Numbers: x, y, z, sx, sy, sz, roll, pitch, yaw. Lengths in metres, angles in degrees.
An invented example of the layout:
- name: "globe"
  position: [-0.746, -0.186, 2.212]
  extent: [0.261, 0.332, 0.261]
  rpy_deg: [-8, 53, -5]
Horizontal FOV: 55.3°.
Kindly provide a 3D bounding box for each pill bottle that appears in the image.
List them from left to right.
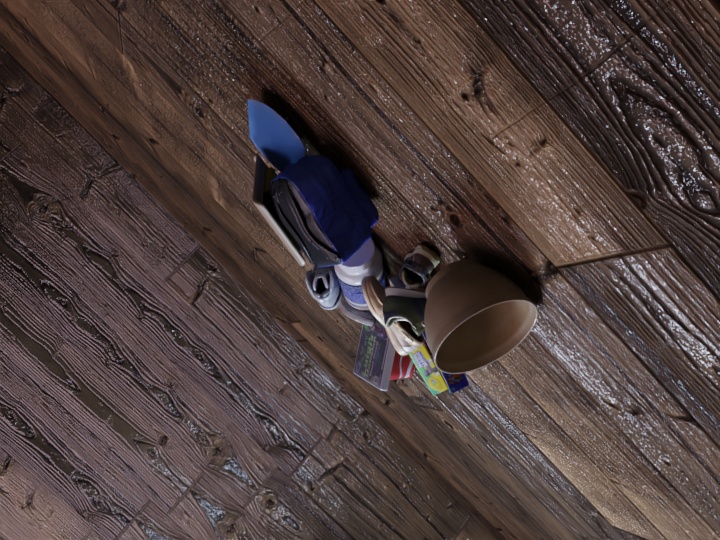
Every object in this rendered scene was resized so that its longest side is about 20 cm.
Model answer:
- name: "pill bottle"
  position: [0.000, 0.000, 1.593]
  extent: [0.115, 0.116, 0.201]
  rpy_deg: [35, 163, 25]

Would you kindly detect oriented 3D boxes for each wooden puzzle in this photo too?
- name: "wooden puzzle"
  position: [-0.166, -0.132, 1.446]
  extent: [0.186, 0.037, 0.202]
  rpy_deg: [56, -167, -37]

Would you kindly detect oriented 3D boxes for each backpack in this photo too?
- name: "backpack"
  position: [-0.077, -0.130, 1.357]
  extent: [0.201, 0.168, 0.162]
  rpy_deg: [53, 152, -14]

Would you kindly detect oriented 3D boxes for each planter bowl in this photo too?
- name: "planter bowl"
  position: [0.193, 0.068, 1.215]
  extent: [0.201, 0.198, 0.136]
  rpy_deg: [66, 178, -54]

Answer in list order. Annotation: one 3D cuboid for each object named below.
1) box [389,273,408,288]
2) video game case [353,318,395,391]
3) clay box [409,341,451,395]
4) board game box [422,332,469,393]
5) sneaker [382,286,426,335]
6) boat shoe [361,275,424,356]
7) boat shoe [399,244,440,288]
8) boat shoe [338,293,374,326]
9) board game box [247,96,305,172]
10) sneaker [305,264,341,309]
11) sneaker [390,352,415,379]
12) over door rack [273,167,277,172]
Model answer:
- name: "box"
  position: [0.102, 0.070, 1.648]
  extent: [0.042, 0.038, 0.201]
  rpy_deg: [55, 170, 26]
- name: "video game case"
  position: [0.041, 0.172, 1.672]
  extent: [0.023, 0.204, 0.181]
  rpy_deg: [10, -179, -22]
- name: "clay box"
  position: [0.156, 0.206, 1.644]
  extent: [0.202, 0.047, 0.115]
  rpy_deg: [60, -167, -20]
- name: "board game box"
  position: [0.171, 0.160, 1.532]
  extent: [0.203, 0.044, 0.134]
  rpy_deg: [64, -178, -4]
- name: "sneaker"
  position: [0.137, 0.092, 1.417]
  extent: [0.197, 0.092, 0.067]
  rpy_deg: [7, 167, 20]
- name: "boat shoe"
  position: [0.075, 0.090, 1.510]
  extent: [0.068, 0.074, 0.202]
  rpy_deg: [-25, 105, 29]
- name: "boat shoe"
  position: [0.110, 0.003, 1.427]
  extent: [0.073, 0.065, 0.200]
  rpy_deg: [39, 164, 8]
- name: "boat shoe"
  position: [-0.008, 0.079, 1.729]
  extent: [0.071, 0.070, 0.200]
  rpy_deg: [20, -171, -19]
- name: "board game box"
  position: [-0.161, -0.276, 1.414]
  extent: [0.157, 0.039, 0.201]
  rpy_deg: [40, 158, 11]
- name: "sneaker"
  position: [-0.084, -0.012, 1.632]
  extent: [0.074, 0.204, 0.115]
  rpy_deg: [-3, 172, 9]
- name: "sneaker"
  position: [0.090, 0.175, 1.732]
  extent: [0.110, 0.204, 0.071]
  rpy_deg: [5, 163, -20]
- name: "over door rack"
  position: [-0.113, -0.155, 1.568]
  extent: [0.147, 0.067, 0.201]
  rpy_deg: [21, 152, 55]
